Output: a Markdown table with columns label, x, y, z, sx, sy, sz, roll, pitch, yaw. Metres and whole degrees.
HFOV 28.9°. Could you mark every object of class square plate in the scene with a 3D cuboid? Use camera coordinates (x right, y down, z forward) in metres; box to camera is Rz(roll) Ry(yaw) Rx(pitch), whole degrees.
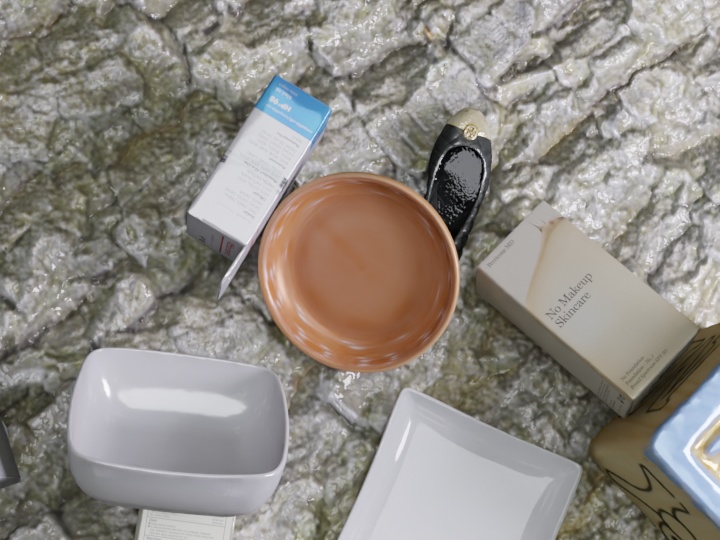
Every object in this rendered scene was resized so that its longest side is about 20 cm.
| label | x | y | z | sx | sy | sz | roll | pitch | yaw |
| --- | --- | --- | --- | --- | --- | --- | --- | --- | --- |
| square plate | 0.093 | 0.244 | 1.376 | 0.200 | 0.028 | 0.198 | 24 | 80 | -3 |

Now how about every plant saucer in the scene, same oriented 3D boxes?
| label | x | y | z | sx | sy | sz | roll | pitch | yaw |
| --- | --- | --- | --- | --- | --- | --- | --- | --- | --- |
| plant saucer | 0.000 | 0.000 | 1.358 | 0.200 | 0.037 | 0.200 | 4 | 106 | 14 |

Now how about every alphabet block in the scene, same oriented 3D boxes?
| label | x | y | z | sx | sy | sz | roll | pitch | yaw |
| --- | --- | --- | --- | --- | --- | --- | --- | --- | --- |
| alphabet block | 0.368 | 0.171 | 1.336 | 0.196 | 0.200 | 0.195 | -42 | 89 | -11 |

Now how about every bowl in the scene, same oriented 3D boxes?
| label | x | y | z | sx | sy | sz | roll | pitch | yaw |
| --- | --- | --- | --- | --- | --- | --- | --- | --- | --- |
| bowl | -0.169 | 0.157 | 1.289 | 0.200 | 0.200 | 0.075 | 7 | 115 | -8 |

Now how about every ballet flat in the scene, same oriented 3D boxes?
| label | x | y | z | sx | sy | sz | roll | pitch | yaw |
| --- | --- | --- | --- | --- | --- | --- | --- | --- | --- |
| ballet flat | 0.095 | -0.071 | 1.409 | 0.066 | 0.057 | 0.200 | 16 | 80 | -6 |

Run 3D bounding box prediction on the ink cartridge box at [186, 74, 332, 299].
| label | x | y | z | sx | sy | sz | roll | pitch | yaw |
| --- | --- | --- | --- | --- | --- | --- | --- | --- | --- |
| ink cartridge box | -0.111 | -0.078 | 1.354 | 0.067 | 0.116 | 0.200 | 32 | 78 | -2 |

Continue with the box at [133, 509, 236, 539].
| label | x | y | z | sx | sy | sz | roll | pitch | yaw |
| --- | --- | --- | --- | --- | --- | --- | --- | --- | --- |
| box | -0.173 | 0.303 | 1.307 | 0.095 | 0.078 | 0.200 | 10 | 80 | -5 |

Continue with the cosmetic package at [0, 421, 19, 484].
| label | x | y | z | sx | sy | sz | roll | pitch | yaw |
| --- | --- | --- | --- | --- | --- | --- | --- | --- | --- |
| cosmetic package | -0.366 | 0.150 | 1.239 | 0.090 | 0.200 | 0.107 | -19 | 81 | -12 |

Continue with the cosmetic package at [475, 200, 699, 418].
| label | x | y | z | sx | sy | sz | roll | pitch | yaw |
| --- | --- | --- | --- | --- | --- | --- | --- | --- | --- |
| cosmetic package | 0.220 | 0.038 | 1.375 | 0.200 | 0.073 | 0.104 | 41 | 77 | 16 |
